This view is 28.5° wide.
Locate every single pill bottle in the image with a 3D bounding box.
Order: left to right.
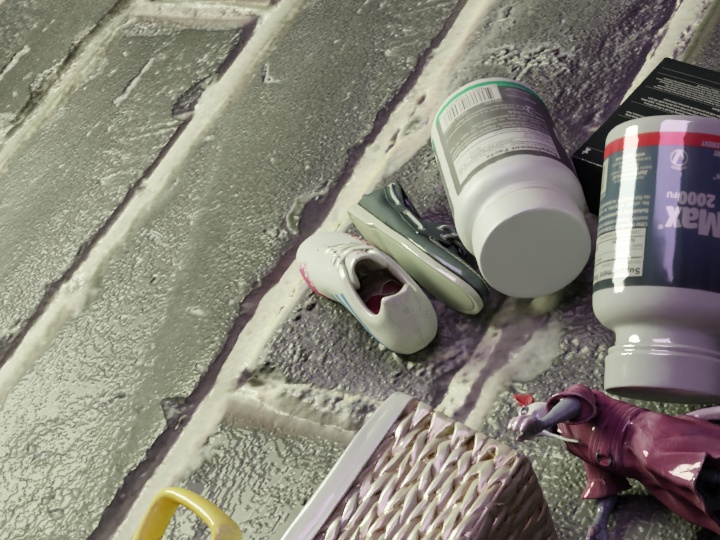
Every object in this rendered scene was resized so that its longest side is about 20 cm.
[{"bbox_3d":[0.131,-0.073,1.237,0.113,0.113,0.200,-20,38,7],"label":"pill bottle"},{"bbox_3d":[0.236,-0.005,1.063,0.120,0.120,0.200,1,78,28],"label":"pill bottle"}]

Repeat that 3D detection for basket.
[{"bbox_3d":[0.035,0.210,0.993,0.123,0.136,0.200,20,59,35],"label":"basket"}]

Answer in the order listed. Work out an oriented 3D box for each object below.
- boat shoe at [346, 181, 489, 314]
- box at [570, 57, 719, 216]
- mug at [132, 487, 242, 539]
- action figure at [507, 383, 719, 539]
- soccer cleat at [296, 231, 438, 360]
[{"bbox_3d":[0.060,-0.027,1.267,0.062,0.073,0.200,-40,38,-9],"label":"boat shoe"},{"bbox_3d":[0.303,-0.088,1.200,0.141,0.079,0.200,-43,44,-21],"label":"box"},{"bbox_3d":[-0.150,0.269,1.027,0.187,0.149,0.153,-43,35,-19],"label":"mug"},{"bbox_3d":[0.193,0.115,1.006,0.200,0.134,0.149,21,58,38],"label":"action figure"},{"bbox_3d":[0.000,0.000,1.258,0.070,0.086,0.200,-38,42,-13],"label":"soccer cleat"}]
